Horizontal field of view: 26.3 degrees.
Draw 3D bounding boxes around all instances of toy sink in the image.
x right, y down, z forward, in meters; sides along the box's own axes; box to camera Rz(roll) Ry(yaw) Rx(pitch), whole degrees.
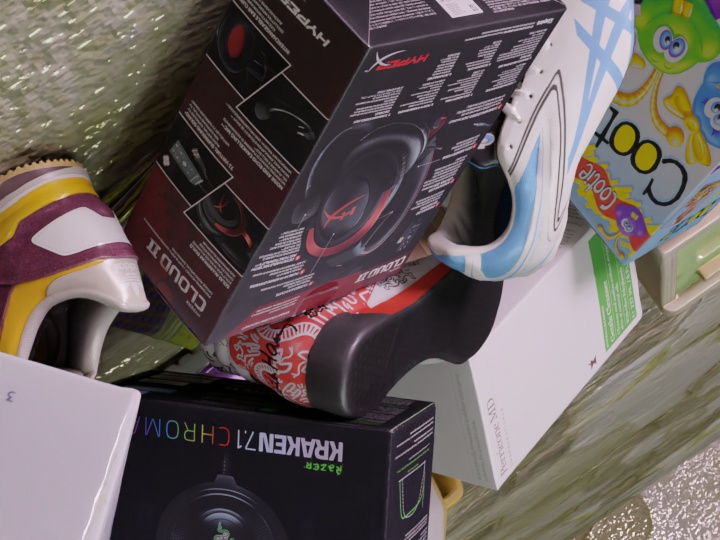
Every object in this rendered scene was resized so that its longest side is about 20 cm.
[{"bbox_3d":[0.248,-0.054,1.143,0.130,0.113,0.200,-33,161,-2],"label":"toy sink"}]

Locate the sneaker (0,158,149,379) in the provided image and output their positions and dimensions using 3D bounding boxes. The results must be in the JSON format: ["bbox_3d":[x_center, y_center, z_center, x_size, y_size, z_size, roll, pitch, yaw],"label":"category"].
[{"bbox_3d":[-0.176,0.042,0.714,0.200,0.091,0.075,-46,157,29],"label":"sneaker"}]

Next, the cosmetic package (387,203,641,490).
[{"bbox_3d":[0.100,0.036,1.015,0.200,0.084,0.109,-45,132,-38],"label":"cosmetic package"}]

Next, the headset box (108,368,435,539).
[{"bbox_3d":[-0.057,0.166,0.825,0.172,0.203,0.093,6,-174,17],"label":"headset box"}]

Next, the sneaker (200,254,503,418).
[{"bbox_3d":[-0.003,0.019,0.847,0.201,0.107,0.068,-25,126,-56],"label":"sneaker"}]

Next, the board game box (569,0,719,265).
[{"bbox_3d":[0.210,-0.115,0.940,0.104,0.103,0.200,-24,159,-46],"label":"board game box"}]

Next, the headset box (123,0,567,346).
[{"bbox_3d":[-0.014,-0.059,0.718,0.148,0.075,0.201,-20,150,-46],"label":"headset box"}]

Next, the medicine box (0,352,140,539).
[{"bbox_3d":[-0.204,0.113,0.679,0.180,0.104,0.201,16,146,-5],"label":"medicine box"}]

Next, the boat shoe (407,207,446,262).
[{"bbox_3d":[0.000,0.000,0.944,0.199,0.073,0.064,-37,-167,-37],"label":"boat shoe"}]

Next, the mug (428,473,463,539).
[{"bbox_3d":[0.005,0.161,1.191,0.185,0.154,0.150,-26,158,-23],"label":"mug"}]

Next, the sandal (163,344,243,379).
[{"bbox_3d":[-0.094,0.081,0.998,0.201,0.050,0.083,-34,161,-3],"label":"sandal"}]

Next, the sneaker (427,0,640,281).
[{"bbox_3d":[0.085,-0.089,0.774,0.072,0.072,0.203,-1,112,-39],"label":"sneaker"}]

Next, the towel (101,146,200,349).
[{"bbox_3d":[-0.092,-0.012,0.827,0.143,0.023,0.200,-39,160,11],"label":"towel"}]

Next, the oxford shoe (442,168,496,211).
[{"bbox_3d":[0.066,-0.059,0.920,0.057,0.076,0.200,-11,170,15],"label":"oxford shoe"}]
